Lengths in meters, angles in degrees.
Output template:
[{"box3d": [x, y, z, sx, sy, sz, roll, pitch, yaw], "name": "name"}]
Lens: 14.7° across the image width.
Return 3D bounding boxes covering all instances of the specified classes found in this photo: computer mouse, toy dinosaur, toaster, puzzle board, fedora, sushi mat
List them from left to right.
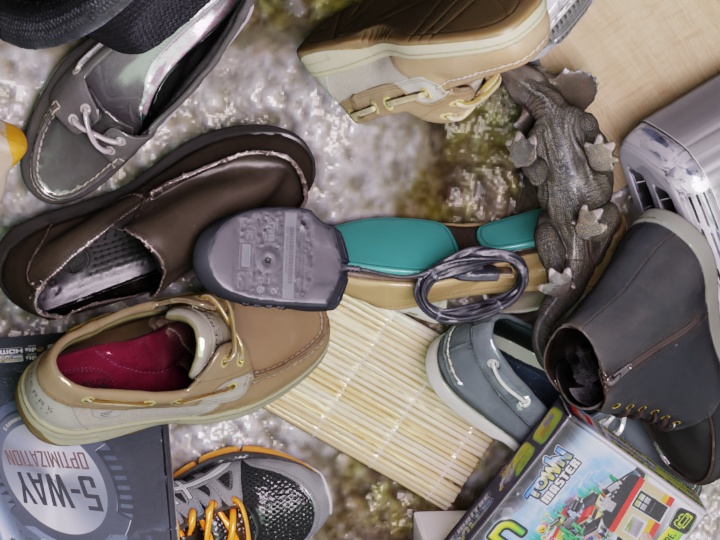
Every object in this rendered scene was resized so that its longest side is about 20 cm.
[{"box3d": [-0.120, -0.194, 1.557, 0.201, 0.201, 0.091, -47, 131, 7], "name": "fedora"}, {"box3d": [-0.003, 0.063, 1.704, 0.199, 0.012, 0.096, 30, 99, -13], "name": "sushi mat"}, {"box3d": [0.000, 0.000, 1.616, 0.198, 0.034, 0.059, 7, 81, -12], "name": "computer mouse"}, {"box3d": [0.123, -0.039, 1.607, 0.076, 0.102, 0.202, -12, 95, 14], "name": "toy dinosaur"}, {"box3d": [0.155, -0.169, 1.658, 0.150, 0.017, 0.200, -35, 105, 5], "name": "puzzle board"}, {"box3d": [0.237, -0.041, 1.635, 0.129, 0.114, 0.201, -28, 118, -11], "name": "toaster"}]

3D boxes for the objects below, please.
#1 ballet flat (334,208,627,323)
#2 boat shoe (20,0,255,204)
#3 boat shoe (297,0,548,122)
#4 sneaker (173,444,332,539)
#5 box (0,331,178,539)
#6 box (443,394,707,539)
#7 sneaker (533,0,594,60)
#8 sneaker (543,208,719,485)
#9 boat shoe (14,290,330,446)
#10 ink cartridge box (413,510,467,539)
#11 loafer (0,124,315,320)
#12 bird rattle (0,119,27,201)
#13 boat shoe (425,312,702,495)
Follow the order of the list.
[{"box3d": [0.063, 0.003, 1.671, 0.198, 0.069, 0.063, -6, 123, -3], "name": "ballet flat"}, {"box3d": [-0.129, -0.117, 1.617, 0.067, 0.057, 0.200, 39, 98, -16], "name": "boat shoe"}, {"box3d": [0.045, -0.120, 1.569, 0.074, 0.199, 0.067, -42, 112, -25], "name": "boat shoe"}, {"box3d": [-0.113, 0.161, 1.686, 0.198, 0.077, 0.079, -12, 105, -5], "name": "sneaker"}, {"box3d": [-0.209, 0.120, 1.633, 0.198, 0.044, 0.161, -4, 65, -5], "name": "box"}, {"box3d": [0.101, 0.185, 1.662, 0.110, 0.035, 0.200, 35, 101, -16], "name": "box"}, {"box3d": [0.124, -0.222, 1.594, 0.099, 0.078, 0.200, 40, 85, 13], "name": "sneaker"}, {"box3d": [0.158, 0.068, 1.606, 0.106, 0.075, 0.201, -43, 135, -27], "name": "sneaker"}, {"box3d": [-0.099, 0.049, 1.614, 0.199, 0.066, 0.074, -19, 72, -27], "name": "boat shoe"}, {"box3d": [0.092, 0.211, 1.724, 0.198, 0.067, 0.117, 0, 110, -7], "name": "ink cartridge box"}, {"box3d": [-0.113, -0.017, 1.628, 0.199, 0.071, 0.073, -26, 123, -3], "name": "loafer"}, {"box3d": [-0.283, -0.057, 1.599, 0.162, 0.113, 0.201, 29, 104, -30], "name": "bird rattle"}, {"box3d": [0.134, 0.089, 1.683, 0.199, 0.073, 0.062, 32, 139, -17], "name": "boat shoe"}]
